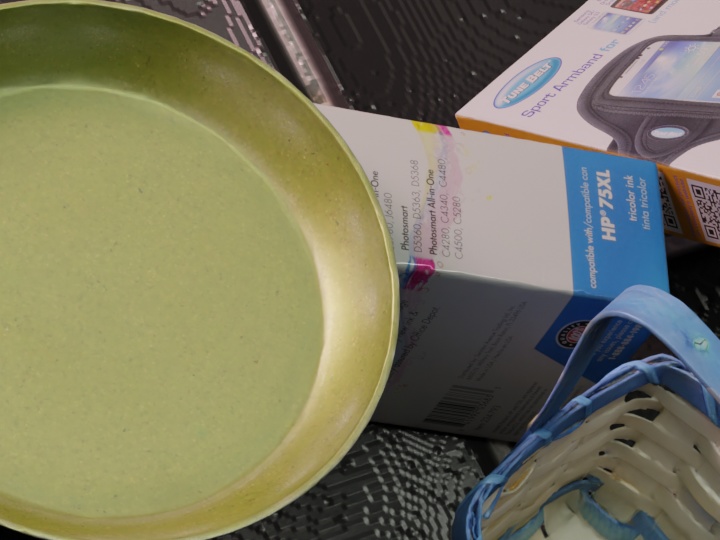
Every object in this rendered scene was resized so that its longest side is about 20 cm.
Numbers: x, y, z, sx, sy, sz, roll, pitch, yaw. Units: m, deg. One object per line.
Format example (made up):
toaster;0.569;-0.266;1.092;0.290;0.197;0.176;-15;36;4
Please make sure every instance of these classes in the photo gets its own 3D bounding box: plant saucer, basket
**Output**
plant saucer;-0.086;0.003;0.907;0.199;0.031;0.201;8;60;-14
basket;0.120;0.111;0.955;0.176;0.200;0.139;46;54;11

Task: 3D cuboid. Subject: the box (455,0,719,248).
box;0.131;-0.068;1.093;0.119;0.042;0.199;-41;37;-26

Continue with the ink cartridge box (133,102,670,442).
ink cartridge box;0.000;0.000;1.029;0.199;0.116;0.068;9;57;-17
